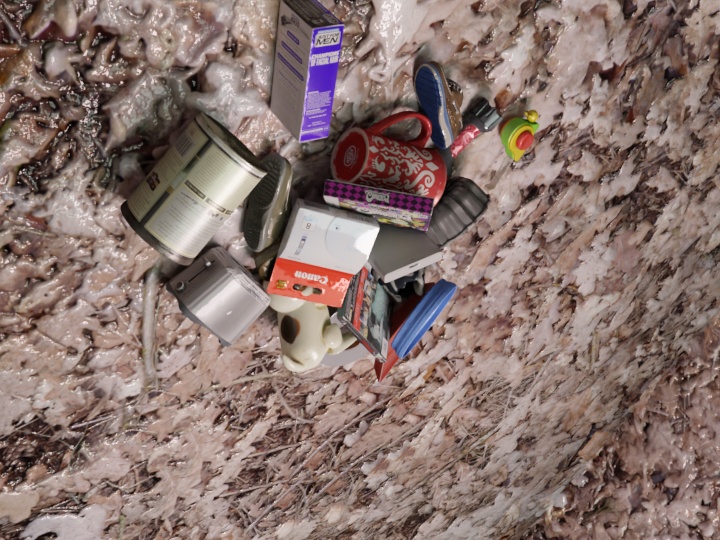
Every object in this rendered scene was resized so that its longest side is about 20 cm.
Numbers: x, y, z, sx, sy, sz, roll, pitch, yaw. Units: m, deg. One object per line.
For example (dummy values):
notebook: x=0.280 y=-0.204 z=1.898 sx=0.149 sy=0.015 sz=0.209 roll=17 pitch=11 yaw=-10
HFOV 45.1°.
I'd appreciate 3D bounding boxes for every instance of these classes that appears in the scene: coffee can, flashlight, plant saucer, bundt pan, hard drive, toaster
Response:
coffee can: x=-0.268 y=-0.131 z=1.403 sx=0.200 sy=0.147 sz=0.146 roll=-47 pitch=142 yaw=8
flashlight: x=0.203 y=-0.252 z=1.756 sx=0.200 sy=0.068 sz=0.068 roll=-43 pitch=109 yaw=10
plant saucer: x=0.094 y=0.137 z=2.008 sx=0.200 sy=0.036 sz=0.201 roll=-49 pitch=161 yaw=-30
bundt pan: x=0.166 y=-0.120 z=1.783 sx=0.201 sy=0.202 sz=0.076 roll=-40 pitch=104 yaw=-2
hard drive: x=0.053 y=-0.069 z=1.697 sx=0.131 sy=0.200 sz=0.026 roll=-22 pitch=140 yaw=-20
toaster: x=-0.256 y=0.050 z=1.621 sx=0.129 sy=0.114 sz=0.200 roll=-42 pitch=139 yaw=-1

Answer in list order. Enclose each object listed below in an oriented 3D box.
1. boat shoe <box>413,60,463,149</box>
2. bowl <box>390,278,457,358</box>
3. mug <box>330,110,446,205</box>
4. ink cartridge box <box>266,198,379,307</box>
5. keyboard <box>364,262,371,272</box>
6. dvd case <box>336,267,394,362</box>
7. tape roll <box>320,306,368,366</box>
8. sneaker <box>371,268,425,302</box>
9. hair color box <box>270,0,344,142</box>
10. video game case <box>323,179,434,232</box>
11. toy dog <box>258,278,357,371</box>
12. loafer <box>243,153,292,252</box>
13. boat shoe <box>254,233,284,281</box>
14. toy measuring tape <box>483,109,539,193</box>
boat shoe: x=0.154 y=-0.327 z=1.653 sx=0.072 sy=0.072 sz=0.201 roll=-42 pitch=147 yaw=-18
bowl: x=0.137 y=0.102 z=1.892 sx=0.201 sy=0.039 sz=0.201 roll=-50 pitch=170 yaw=-12
mug: x=0.049 y=-0.212 z=1.648 sx=0.198 sy=0.180 sz=0.133 roll=12 pitch=161 yaw=-42
ink cartridge box: x=-0.072 y=-0.021 z=1.611 sx=0.158 sy=0.047 sz=0.202 roll=12 pitch=114 yaw=-20
keyboard: x=0.000 y=0.000 z=1.815 sx=0.056 sy=0.011 sz=0.203 roll=8 pitch=96 yaw=-48
dvd case: x=0.014 y=0.081 z=1.789 sx=0.022 sy=0.148 sz=0.200 roll=-8 pitch=146 yaw=28
tape roll: x=-0.031 y=0.117 z=1.923 sx=0.198 sy=0.066 sz=0.202 roll=-23 pitch=139 yaw=-22
sneaker: x=0.129 y=-0.008 z=1.886 sx=0.198 sy=0.130 sz=0.080 roll=-33 pitch=144 yaw=-10
hair color box: x=-0.089 y=-0.324 z=1.401 sx=0.064 sy=0.110 sz=0.202 roll=-17 pitch=137 yaw=-28
video game case: x=0.034 y=-0.118 z=1.604 sx=0.181 sy=0.197 sz=0.036 roll=81 pitch=20 yaw=-83
toy dog: x=-0.130 y=0.086 z=1.736 sx=0.193 sy=0.138 sz=0.202 roll=-35 pitch=109 yaw=-42
loafer: x=-0.161 y=-0.128 z=1.574 sx=0.069 sy=0.075 sz=0.201 roll=-20 pitch=144 yaw=-42
boat shoe: x=-0.117 y=-0.056 z=1.676 sx=0.198 sy=0.067 sz=0.075 roll=-27 pitch=133 yaw=-12
toy measuring tape: x=0.311 y=-0.258 z=1.851 sx=0.073 sy=0.074 sz=0.201 roll=12 pitch=118 yaw=-46
